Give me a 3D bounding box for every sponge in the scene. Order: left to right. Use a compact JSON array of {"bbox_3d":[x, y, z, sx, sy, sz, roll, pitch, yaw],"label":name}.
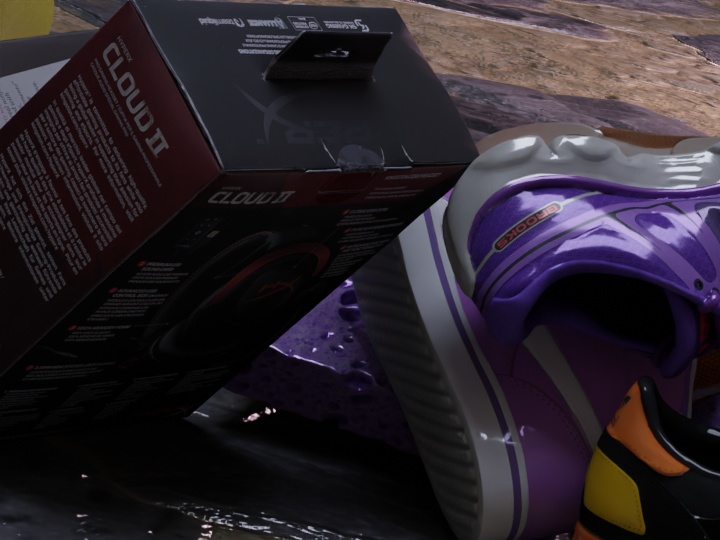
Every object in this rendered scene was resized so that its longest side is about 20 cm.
[{"bbox_3d":[0.053,0.040,1.148,0.200,0.030,0.112,18,32,8],"label":"sponge"}]

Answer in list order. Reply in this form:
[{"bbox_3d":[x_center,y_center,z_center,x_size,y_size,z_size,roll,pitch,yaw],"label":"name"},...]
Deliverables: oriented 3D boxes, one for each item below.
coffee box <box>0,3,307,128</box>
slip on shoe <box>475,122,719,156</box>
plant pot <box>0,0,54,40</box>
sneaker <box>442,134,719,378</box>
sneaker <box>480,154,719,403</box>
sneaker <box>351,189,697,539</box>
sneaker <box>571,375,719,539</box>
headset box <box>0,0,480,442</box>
[{"bbox_3d":[-0.110,-0.046,1.183,0.200,0.080,0.113,-13,-12,-47],"label":"coffee box"},{"bbox_3d":[0.123,-0.023,1.192,0.200,0.061,0.076,5,-8,40],"label":"slip on shoe"},{"bbox_3d":[-0.253,-0.159,1.537,0.187,0.188,0.200,18,-1,23],"label":"plant pot"},{"bbox_3d":[0.128,0.002,1.037,0.200,0.081,0.084,-3,55,-15],"label":"sneaker"},{"bbox_3d":[0.073,-0.021,1.153,0.200,0.077,0.073,25,34,18],"label":"sneaker"},{"bbox_3d":[0.064,0.011,1.093,0.114,0.073,0.201,-11,62,-17],"label":"sneaker"},{"bbox_3d":[0.174,0.094,0.992,0.200,0.090,0.070,13,13,7],"label":"sneaker"},{"bbox_3d":[-0.065,-0.022,1.022,0.149,0.200,0.075,-5,61,-51],"label":"headset box"}]
